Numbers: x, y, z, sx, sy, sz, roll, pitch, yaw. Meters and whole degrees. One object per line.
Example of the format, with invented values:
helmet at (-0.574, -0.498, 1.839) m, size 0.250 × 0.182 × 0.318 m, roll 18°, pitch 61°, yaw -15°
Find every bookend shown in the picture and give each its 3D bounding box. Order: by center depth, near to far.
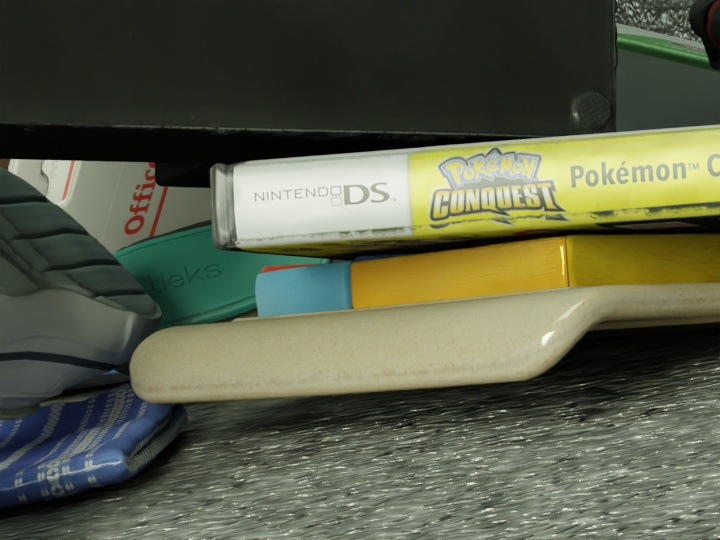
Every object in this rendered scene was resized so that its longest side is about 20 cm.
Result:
bookend at (-0.047, -0.077, 0.828) m, size 0.198 × 0.093 × 0.200 m, roll 1°, pitch -3°, yaw -14°

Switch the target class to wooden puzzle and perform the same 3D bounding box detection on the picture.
wooden puzzle at (0.059, 0.007, 0.813) m, size 0.199 × 0.037 × 0.185 m, roll -8°, pitch 1°, yaw -43°

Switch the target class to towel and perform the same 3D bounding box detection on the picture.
towel at (-0.156, 0.061, 0.810) m, size 0.199 × 0.024 × 0.145 m, roll -10°, pitch 5°, yaw 5°

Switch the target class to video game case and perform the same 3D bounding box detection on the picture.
video game case at (0.072, -0.021, 0.805) m, size 0.180 × 0.026 × 0.200 m, roll -4°, pitch -2°, yaw 16°

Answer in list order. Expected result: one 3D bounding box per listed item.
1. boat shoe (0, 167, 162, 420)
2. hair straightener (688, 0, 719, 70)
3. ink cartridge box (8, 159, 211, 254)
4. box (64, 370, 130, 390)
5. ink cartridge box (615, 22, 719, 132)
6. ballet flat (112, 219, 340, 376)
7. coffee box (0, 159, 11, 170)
boat shoe at (-0.120, 0.012, 0.808) m, size 0.067 × 0.074 × 0.200 m, roll -46°, pitch -13°, yaw 7°
hair straightener at (0.165, -0.067, 0.912) m, size 0.077 × 0.041 × 0.200 m, roll 7°, pitch 5°, yaw -13°
ink cartridge box at (-0.053, -0.069, 0.992) m, size 0.199 × 0.117 × 0.067 m, roll -11°, pitch 46°, yaw -36°
box at (-0.074, 0.012, 1.142) m, size 0.199 × 0.050 × 0.198 m, roll -10°, pitch 3°, yaw 19°
ink cartridge box at (0.099, -0.065, 1.173) m, size 0.145 × 0.088 × 0.200 m, roll 13°, pitch 9°, yaw 7°
ballet flat at (0.000, 0.000, 0.974) m, size 0.199 × 0.073 × 0.073 m, roll -16°, pitch 4°, yaw 1°
coffee box at (-0.139, -0.041, 1.140) m, size 0.113 × 0.080 × 0.200 m, roll -12°, pitch 2°, yaw -28°
